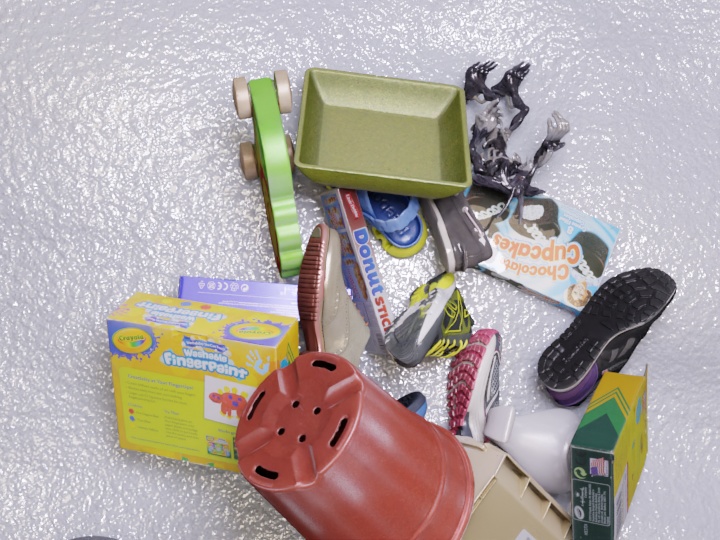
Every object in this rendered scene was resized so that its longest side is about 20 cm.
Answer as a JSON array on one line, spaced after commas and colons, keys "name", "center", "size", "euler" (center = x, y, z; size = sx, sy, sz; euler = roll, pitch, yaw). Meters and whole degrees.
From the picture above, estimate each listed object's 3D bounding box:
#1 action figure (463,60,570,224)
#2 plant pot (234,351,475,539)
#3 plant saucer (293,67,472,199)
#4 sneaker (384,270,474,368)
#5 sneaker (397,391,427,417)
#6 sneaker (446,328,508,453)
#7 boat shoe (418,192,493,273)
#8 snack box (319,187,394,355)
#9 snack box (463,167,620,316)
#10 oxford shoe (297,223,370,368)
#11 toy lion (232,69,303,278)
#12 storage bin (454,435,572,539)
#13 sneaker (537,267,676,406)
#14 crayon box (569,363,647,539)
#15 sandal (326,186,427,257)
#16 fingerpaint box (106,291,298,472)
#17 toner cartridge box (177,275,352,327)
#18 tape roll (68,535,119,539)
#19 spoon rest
[{"name": "action figure", "center": [0.178, -0.163, 1.191], "size": [0.117, 0.102, 0.202], "euler": [6, 60, -23]}, {"name": "plant pot", "center": [-0.014, 0.194, 1.005], "size": [0.201, 0.200, 0.196], "euler": [-49, 131, -10]}, {"name": "plant saucer", "center": [0.025, -0.153, 1.160], "size": [0.197, 0.048, 0.201], "euler": [7, 43, -4]}, {"name": "sneaker", "center": [0.091, 0.066, 1.138], "size": [0.074, 0.200, 0.085], "euler": [-34, 98, 28]}, {"name": "sneaker", "center": [0.021, 0.234, 1.165], "size": [0.078, 0.066, 0.201], "euler": [42, 81, -9]}, {"name": "sneaker", "center": [0.144, 0.170, 1.178], "size": [0.074, 0.081, 0.203], "euler": [8, 88, -18]}, {"name": "boat shoe", "center": [0.105, -0.082, 1.192], "size": [0.056, 0.067, 0.202], "euler": [-11, 55, -6]}, {"name": "snack box", "center": [0.000, 0.000, 1.170], "size": [0.024, 0.072, 0.203], "euler": [-18, 95, -19]}, {"name": "snack box", "center": [0.208, -0.036, 1.230], "size": [0.198, 0.037, 0.117], "euler": [24, 81, 0]}, {"name": "oxford shoe", "center": [-0.028, 0.050, 1.095], "size": [0.073, 0.071, 0.203], "euler": [-1, 96, -19]}, {"name": "toy lion", "center": [-0.096, -0.097, 1.142], "size": [0.068, 0.201, 0.194], "euler": [-10, 63, -7]}, {"name": "storage bin", "center": [0.131, 0.317, 1.095], "size": [0.200, 0.093, 0.199], "euler": [45, 78, -29]}, {"name": "sneaker", "center": [0.299, 0.081, 1.199], "size": [0.200, 0.088, 0.076], "euler": [-41, 50, -2]}, {"name": "crayon box", "center": [0.285, 0.204, 1.125], "size": [0.050, 0.200, 0.129], "euler": [5, 114, 26]}, {"name": "sandal", "center": [0.010, -0.107, 1.203], "size": [0.200, 0.087, 0.080], "euler": [44, 83, 5]}, {"name": "fingerpaint box", "center": [-0.168, 0.125, 1.094], "size": [0.197, 0.073, 0.169], "euler": [7, 115, 16]}, {"name": "toner cartridge box", "center": [-0.110, 0.040, 1.166], "size": [0.197, 0.095, 0.044], "euler": [5, 81, -3]}, {"name": "tape roll", "center": [-0.307, 0.403, 1.109], "size": [0.197, 0.066, 0.203], "euler": [1, 80, -4]}, {"name": "spoon rest", "center": [0.204, 0.197, 1.147], "size": [0.199, 0.060, 0.101], "euler": [29, 73, -42]}]
